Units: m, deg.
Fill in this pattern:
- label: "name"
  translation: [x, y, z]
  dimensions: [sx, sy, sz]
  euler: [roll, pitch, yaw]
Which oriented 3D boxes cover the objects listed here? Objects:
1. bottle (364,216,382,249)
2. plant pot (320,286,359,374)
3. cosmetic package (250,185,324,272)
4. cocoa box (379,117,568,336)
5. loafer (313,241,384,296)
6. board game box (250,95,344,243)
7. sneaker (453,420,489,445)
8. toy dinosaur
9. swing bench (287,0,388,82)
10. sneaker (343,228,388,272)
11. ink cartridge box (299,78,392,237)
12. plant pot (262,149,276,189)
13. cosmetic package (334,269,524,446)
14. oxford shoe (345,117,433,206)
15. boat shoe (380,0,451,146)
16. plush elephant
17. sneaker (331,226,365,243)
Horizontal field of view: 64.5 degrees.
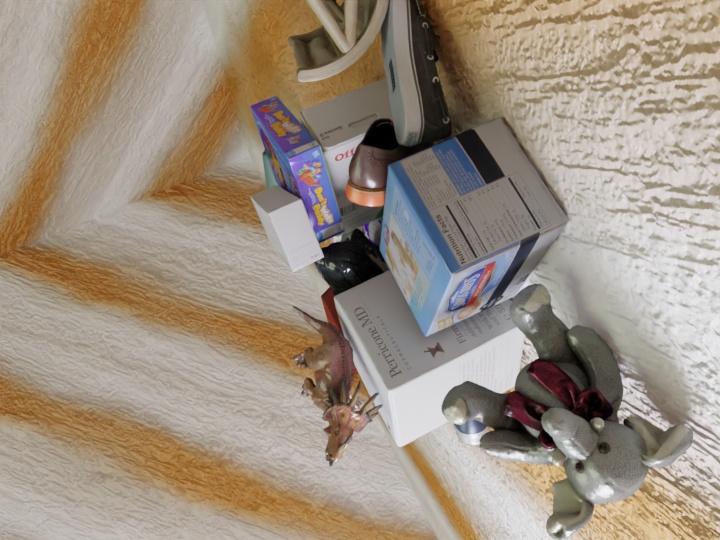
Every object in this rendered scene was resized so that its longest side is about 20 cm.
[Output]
- label: "bottle"
  translation: [0.053, -0.069, 0.951]
  dimensions: [0.200, 0.083, 0.066]
  euler: [-130, 30, -59]
- label: "plant pot"
  translation: [0.028, 0.102, 1.200]
  dimensions: [0.201, 0.175, 0.201]
  euler: [58, 167, 35]
- label: "cosmetic package"
  translation: [-0.106, -0.066, 0.798]
  dimensions: [0.083, 0.050, 0.200]
  euler: [67, 170, -20]
- label: "cocoa box"
  translation: [0.107, -0.036, 0.622]
  dimensions: [0.134, 0.130, 0.200]
  euler: [62, 169, 20]
- label: "loafer"
  translation: [-0.005, 0.019, 0.835]
  dimensions: [0.201, 0.070, 0.069]
  euler: [51, -132, -54]
- label: "board game box"
  translation: [-0.092, -0.148, 0.812]
  dimensions: [0.200, 0.044, 0.135]
  euler: [-125, 15, -48]
- label: "sneaker"
  translation: [0.162, 0.188, 0.997]
  dimensions: [0.202, 0.076, 0.148]
  euler: [-133, 25, -72]
- label: "toy dinosaur"
  translation: [-0.032, 0.137, 0.749]
  dimensions: [0.135, 0.085, 0.203]
  euler: [156, 101, -72]
- label: "swing bench"
  translation: [-0.049, -0.349, 0.653]
  dimensions: [0.200, 0.128, 0.202]
  euler: [-107, -2, -56]
- label: "sneaker"
  translation: [0.000, 0.000, 0.923]
  dimensions: [0.078, 0.086, 0.200]
  euler: [48, 179, 16]
- label: "ink cartridge box"
  translation: [0.001, -0.161, 0.841]
  dimensions: [0.088, 0.144, 0.201]
  euler: [60, 168, 26]
- label: "plant pot"
  translation: [-0.155, -0.217, 1.439]
  dimensions: [0.200, 0.198, 0.198]
  euler: [-132, 29, -60]
- label: "cosmetic package"
  translation: [0.095, 0.099, 0.786]
  dimensions: [0.168, 0.198, 0.167]
  euler: [57, 166, 38]
- label: "oxford shoe"
  translation: [0.045, -0.146, 0.673]
  dimensions: [0.200, 0.070, 0.073]
  euler: [-53, -27, -52]
- label: "boat shoe"
  translation: [0.058, -0.231, 0.618]
  dimensions: [0.069, 0.056, 0.203]
  euler: [137, 128, -78]
- label: "plush elephant"
  translation: [0.194, 0.144, 0.525]
  dimensions: [0.199, 0.165, 0.155]
  euler: [39, -172, -10]
- label: "sneaker"
  translation: [-0.012, -0.098, 1.224]
  dimensions: [0.080, 0.086, 0.202]
  euler: [10, 117, 43]
